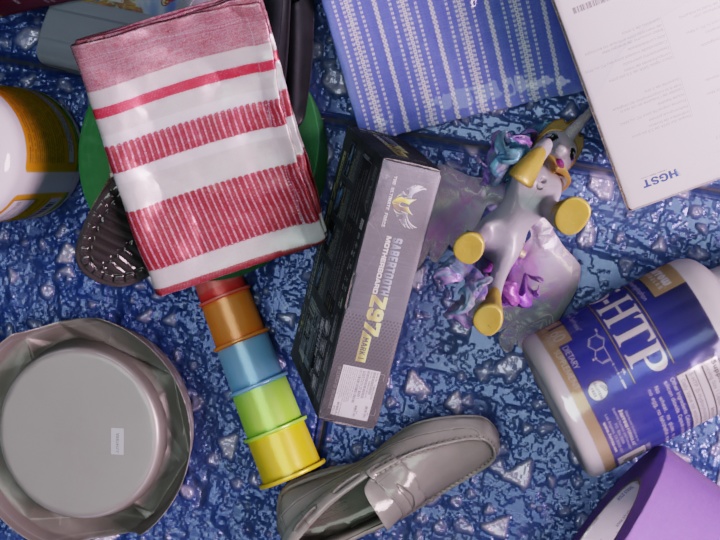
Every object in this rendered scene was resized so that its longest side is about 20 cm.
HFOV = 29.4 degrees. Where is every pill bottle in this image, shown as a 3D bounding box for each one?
[{"bbox_3d":[-0.304,-0.093,1.086,0.110,0.200,0.112,1,94,9],"label":"pill bottle"},{"bbox_3d":[0.235,0.061,1.047,0.199,0.120,0.121,-28,90,1],"label":"pill bottle"}]

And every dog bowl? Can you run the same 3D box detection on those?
[{"bbox_3d":[-0.232,0.134,1.164,0.198,0.059,0.202,1,95,9],"label":"dog bowl"}]

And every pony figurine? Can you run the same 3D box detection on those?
[{"bbox_3d":[0.113,-0.030,1.047,0.166,0.200,0.194,36,115,-2],"label":"pony figurine"}]

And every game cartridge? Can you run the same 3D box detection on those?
[{"bbox_3d":[-0.172,-0.248,1.102,0.132,0.041,0.202,13,82,26],"label":"game cartridge"}]

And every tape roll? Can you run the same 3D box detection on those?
[{"bbox_3d":[-0.127,-0.094,1.112,0.198,0.048,0.203,-1,79,7],"label":"tape roll"},{"bbox_3d":[0.195,0.231,1.029,0.065,0.200,0.201,35,99,6],"label":"tape roll"}]

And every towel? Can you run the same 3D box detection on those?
[{"bbox_3d":[0.077,-0.185,1.079,0.198,0.024,0.146,-13,117,9],"label":"towel"},{"bbox_3d":[-0.115,-0.092,1.014,0.143,0.023,0.202,-17,109,-5],"label":"towel"}]

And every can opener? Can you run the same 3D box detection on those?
[{"bbox_3d":[-0.060,-0.202,1.083,0.078,0.063,0.202,-24,62,38],"label":"can opener"}]

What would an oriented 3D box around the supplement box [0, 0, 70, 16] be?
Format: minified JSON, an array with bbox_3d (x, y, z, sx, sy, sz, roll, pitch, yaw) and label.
[{"bbox_3d":[-0.224,-0.279,1.063,0.198,0.086,0.112,-8,73,19],"label":"supplement box"}]

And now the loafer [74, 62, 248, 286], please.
[{"bbox_3d":[-0.150,-0.076,1.062,0.073,0.071,0.201,34,97,-20],"label":"loafer"}]

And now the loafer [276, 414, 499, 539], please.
[{"bbox_3d":[0.023,0.179,1.113,0.199,0.070,0.070,-27,123,14],"label":"loafer"}]

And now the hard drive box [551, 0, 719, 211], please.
[{"bbox_3d":[0.232,-0.166,0.997,0.155,0.077,0.201,-19,117,12],"label":"hard drive box"}]

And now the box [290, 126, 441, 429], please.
[{"bbox_3d":[0.000,0.000,1.056,0.051,0.158,0.202,12,101,-14],"label":"box"}]

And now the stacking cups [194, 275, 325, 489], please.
[{"bbox_3d":[-0.096,0.079,1.139,0.060,0.060,0.202,-25,87,10],"label":"stacking cups"}]
